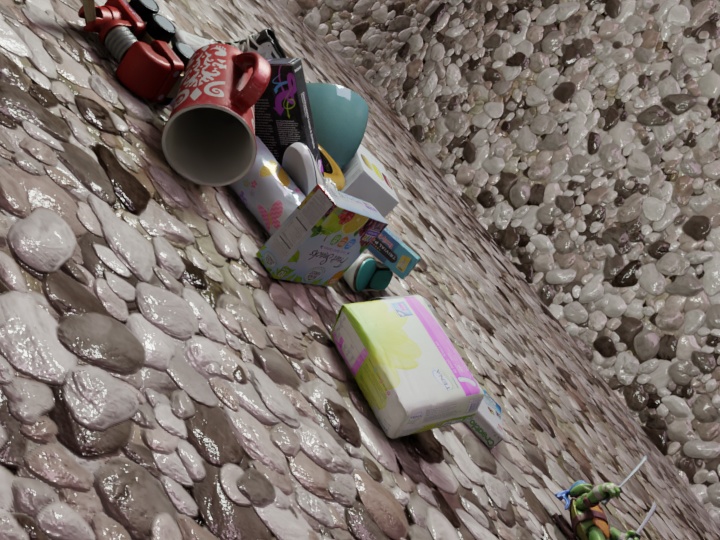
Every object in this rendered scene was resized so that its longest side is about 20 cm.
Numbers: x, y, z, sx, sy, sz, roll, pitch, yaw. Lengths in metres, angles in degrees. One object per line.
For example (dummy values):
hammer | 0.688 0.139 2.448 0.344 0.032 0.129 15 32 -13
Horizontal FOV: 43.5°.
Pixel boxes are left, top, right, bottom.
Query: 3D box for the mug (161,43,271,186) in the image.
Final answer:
mug | -0.194 -0.242 1.324 0.202 0.174 0.135 -94 164 -50

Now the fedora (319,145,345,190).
fedora | -0.119 -0.194 1.660 0.199 0.082 0.201 36 19 -14

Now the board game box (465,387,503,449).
board game box | 0.168 0.202 1.554 0.200 0.035 0.126 46 15 -4

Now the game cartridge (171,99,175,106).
game cartridge | -0.270 -0.272 1.544 0.132 0.041 0.201 29 23 -43

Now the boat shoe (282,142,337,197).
boat shoe | -0.071 -0.118 1.438 0.070 0.069 0.203 25 -43 43

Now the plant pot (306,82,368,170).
plant pot | -0.082 -0.270 1.840 0.199 0.197 0.138 29 57 -51

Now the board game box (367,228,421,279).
board game box | 0.037 -0.052 1.624 0.150 0.047 0.200 41 5 3

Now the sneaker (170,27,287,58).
sneaker | -0.207 -0.373 1.495 0.198 0.116 0.077 21 38 -32

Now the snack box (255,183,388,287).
snack box | -0.053 -0.047 1.353 0.053 0.142 0.199 49 15 19

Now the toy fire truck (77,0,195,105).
toy fire truck | -0.359 -0.357 1.370 0.177 0.129 0.199 51 26 14

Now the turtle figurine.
turtle figurine | 0.418 0.413 1.448 0.195 0.146 0.196 3 45 -3

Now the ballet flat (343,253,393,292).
ballet flat | 0.000 0.000 1.572 0.070 0.069 0.200 50 10 15

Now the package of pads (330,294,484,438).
package of pads | 0.060 0.128 1.256 0.152 0.069 0.201 -6 48 -36

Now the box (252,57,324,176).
box | -0.141 -0.240 1.453 0.036 0.140 0.203 -47 136 -46

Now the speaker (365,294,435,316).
speaker | 0.060 0.082 1.469 0.082 0.081 0.199 49 15 13

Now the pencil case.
pencil case | -0.147 -0.120 1.396 0.201 0.091 0.083 50 38 15

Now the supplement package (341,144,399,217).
supplement package | -0.006 -0.181 1.919 0.113 0.109 0.201 39 16 -26
